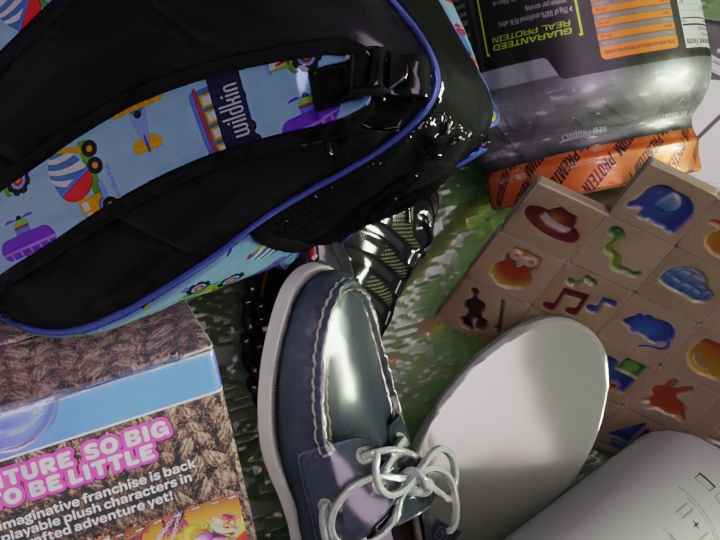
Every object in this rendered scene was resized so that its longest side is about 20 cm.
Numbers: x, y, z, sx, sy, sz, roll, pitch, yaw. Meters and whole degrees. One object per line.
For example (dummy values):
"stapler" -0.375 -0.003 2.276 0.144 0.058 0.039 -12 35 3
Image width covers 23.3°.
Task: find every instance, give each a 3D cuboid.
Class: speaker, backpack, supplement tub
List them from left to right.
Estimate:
"backpack" -0.071 -0.072 0.659 0.200 0.134 0.183 -34 77 15
"supplement tub" 0.087 -0.133 0.776 0.122 0.123 0.201 -10 91 -11
"speaker" 0.093 0.133 0.712 0.200 0.081 0.082 -25 95 -54

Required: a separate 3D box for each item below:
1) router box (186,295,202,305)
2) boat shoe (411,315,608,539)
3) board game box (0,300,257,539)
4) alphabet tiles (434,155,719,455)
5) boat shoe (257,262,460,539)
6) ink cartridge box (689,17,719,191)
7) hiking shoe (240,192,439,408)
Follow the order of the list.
"router box" -0.182 0.001 0.747 0.200 0.051 0.149 -36 96 -4
"boat shoe" 0.038 0.105 0.787 0.070 0.072 0.201 33 90 -10
"board game box" -0.126 0.120 0.703 0.159 0.097 0.201 -16 116 -13
"alphabet tiles" 0.142 0.031 0.779 0.199 0.167 0.008 25 45 -10
"boat shoe" 0.002 0.097 0.699 0.075 0.062 0.201 -12 102 -51
"ink cartridge box" 0.241 -0.065 0.845 0.199 0.044 0.095 4 90 -11
"hiking shoe" 0.000 0.000 0.777 0.100 0.076 0.201 -18 109 -32
